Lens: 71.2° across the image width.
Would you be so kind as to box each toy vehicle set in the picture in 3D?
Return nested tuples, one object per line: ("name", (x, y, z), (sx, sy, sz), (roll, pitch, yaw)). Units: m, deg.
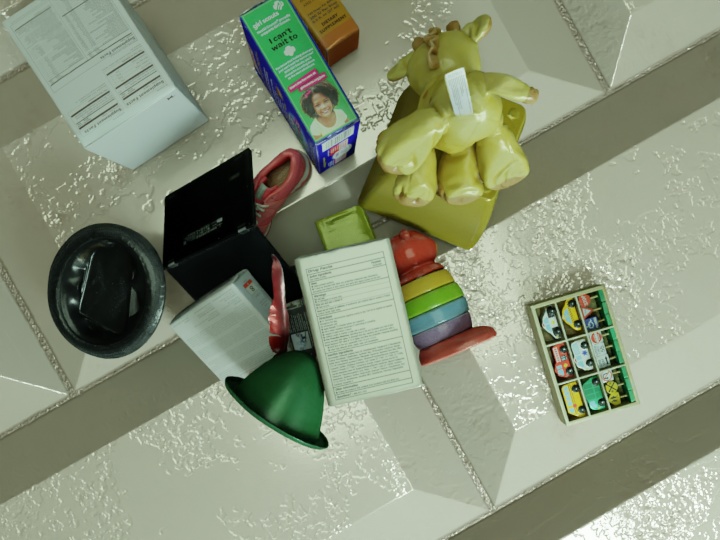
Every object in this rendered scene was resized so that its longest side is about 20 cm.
("toy vehicle set", (0.356, 0.134, 0.808), (0.124, 0.027, 0.200), (-17, 90, -1))

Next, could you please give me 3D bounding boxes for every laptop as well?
("laptop", (-0.193, -0.042, 0.764), (0.187, 0.116, 0.200), (-21, 65, 27))

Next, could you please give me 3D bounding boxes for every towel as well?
("towel", (0.000, 0.000, 0.808), (0.086, 0.018, 0.200), (-21, 90, -1))

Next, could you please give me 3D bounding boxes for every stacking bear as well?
("stacking bear", (0.102, 0.032, 0.769), (0.114, 0.121, 0.200), (-22, 81, -9))

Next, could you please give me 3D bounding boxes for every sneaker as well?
("sneaker", (-0.156, -0.110, 0.770), (0.074, 0.087, 0.200), (37, 92, 0))

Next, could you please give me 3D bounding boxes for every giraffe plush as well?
("giraffe plush", (0.097, -0.192, 0.570), (0.172, 0.200, 0.162), (-5, 57, 0))

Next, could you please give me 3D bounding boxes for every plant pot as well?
("plant pot", (0.126, -0.166, 0.723), (0.200, 0.176, 0.200), (22, 85, -1))

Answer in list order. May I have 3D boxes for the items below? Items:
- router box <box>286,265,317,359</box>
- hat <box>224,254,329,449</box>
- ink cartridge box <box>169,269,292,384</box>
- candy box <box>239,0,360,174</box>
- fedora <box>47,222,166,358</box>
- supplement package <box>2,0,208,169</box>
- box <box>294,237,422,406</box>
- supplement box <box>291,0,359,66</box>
("router box", (-0.047, 0.080, 0.781), (0.157, 0.052, 0.200), (-14, 90, 7))
("hat", (-0.070, 0.120, 0.682), (0.166, 0.200, 0.176), (31, 82, 20))
("ink cartridge box", (-0.168, 0.112, 0.763), (0.162, 0.050, 0.200), (-29, 109, 31))
("candy box", (-0.084, -0.260, 0.731), (0.077, 0.169, 0.200), (-32, 91, -4))
("fedora", (-0.364, 0.028, 0.762), (0.200, 0.092, 0.201), (1, 97, 7))
("supplement package", (-0.359, -0.284, 0.736), (0.151, 0.152, 0.200), (-33, 91, 0))
("box", (-0.002, 0.066, 0.692), (0.128, 0.109, 0.200), (-13, 90, 1))
("supplement box", (-0.084, -0.424, 0.783), (0.067, 0.069, 0.200), (-36, 88, -3))
